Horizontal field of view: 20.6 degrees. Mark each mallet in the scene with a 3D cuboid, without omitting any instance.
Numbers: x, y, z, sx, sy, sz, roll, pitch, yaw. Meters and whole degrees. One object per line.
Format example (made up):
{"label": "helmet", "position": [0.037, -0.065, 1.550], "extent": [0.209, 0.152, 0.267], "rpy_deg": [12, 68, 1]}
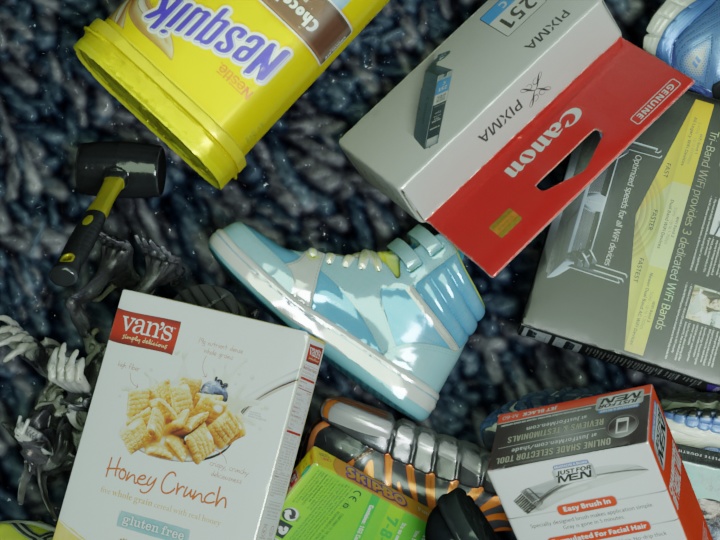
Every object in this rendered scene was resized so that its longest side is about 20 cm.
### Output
{"label": "mallet", "position": [-0.192, -0.041, 1.375], "extent": [0.065, 0.200, 0.041], "rpy_deg": [6, 116, 12]}

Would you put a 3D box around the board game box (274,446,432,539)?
{"label": "board game box", "position": [0.023, 0.200, 1.341], "extent": [0.199, 0.030, 0.096], "rpy_deg": [31, 113, -19]}

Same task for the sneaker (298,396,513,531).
{"label": "sneaker", "position": [0.048, 0.172, 1.387], "extent": [0.199, 0.078, 0.113], "rpy_deg": [21, 93, 6]}

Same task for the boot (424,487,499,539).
{"label": "boot", "position": [0.036, 0.252, 1.313], "extent": [0.167, 0.201, 0.077], "rpy_deg": [-26, 36, 5]}

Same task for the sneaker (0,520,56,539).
{"label": "sneaker", "position": [-0.209, 0.215, 1.379], "extent": [0.198, 0.076, 0.076], "rpy_deg": [6, 82, 4]}

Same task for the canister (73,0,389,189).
{"label": "canister", "position": [-0.087, -0.182, 1.438], "extent": [0.148, 0.087, 0.200], "rpy_deg": [42, 83, 7]}

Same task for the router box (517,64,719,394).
{"label": "router box", "position": [0.214, -0.029, 1.418], "extent": [0.156, 0.052, 0.201], "rpy_deg": [17, 81, 4]}

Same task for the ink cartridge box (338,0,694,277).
{"label": "ink cartridge box", "position": [0.106, -0.112, 1.391], "extent": [0.200, 0.045, 0.176], "rpy_deg": [-44, 41, -5]}

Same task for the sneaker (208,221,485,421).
{"label": "sneaker", "position": [0.000, 0.000, 1.409], "extent": [0.200, 0.080, 0.131], "rpy_deg": [37, 85, -2]}

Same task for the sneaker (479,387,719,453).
{"label": "sneaker", "position": [0.180, 0.132, 1.380], "extent": [0.199, 0.077, 0.086], "rpy_deg": [2, 102, 16]}

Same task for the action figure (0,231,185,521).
{"label": "action figure", "position": [-0.204, 0.067, 1.386], "extent": [0.118, 0.102, 0.201], "rpy_deg": [15, 76, 40]}

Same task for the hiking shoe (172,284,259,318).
{"label": "hiking shoe", "position": [-0.107, 0.115, 1.378], "extent": [0.075, 0.101, 0.201], "rpy_deg": [16, 86, 26]}

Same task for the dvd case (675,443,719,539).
{"label": "dvd case", "position": [0.252, 0.188, 1.350], "extent": [0.199, 0.022, 0.147], "rpy_deg": [12, 126, 3]}

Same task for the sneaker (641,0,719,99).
{"label": "sneaker", "position": [0.294, -0.199, 1.422], "extent": [0.089, 0.079, 0.200], "rpy_deg": [38, 82, 23]}

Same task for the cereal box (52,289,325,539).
{"label": "cereal box", "position": [-0.116, 0.124, 1.302], "extent": [0.143, 0.040, 0.201], "rpy_deg": [11, 83, 22]}

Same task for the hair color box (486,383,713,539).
{"label": "hair color box", "position": [0.170, 0.179, 1.311], "extent": [0.110, 0.064, 0.201], "rpy_deg": [-12, 122, 20]}
